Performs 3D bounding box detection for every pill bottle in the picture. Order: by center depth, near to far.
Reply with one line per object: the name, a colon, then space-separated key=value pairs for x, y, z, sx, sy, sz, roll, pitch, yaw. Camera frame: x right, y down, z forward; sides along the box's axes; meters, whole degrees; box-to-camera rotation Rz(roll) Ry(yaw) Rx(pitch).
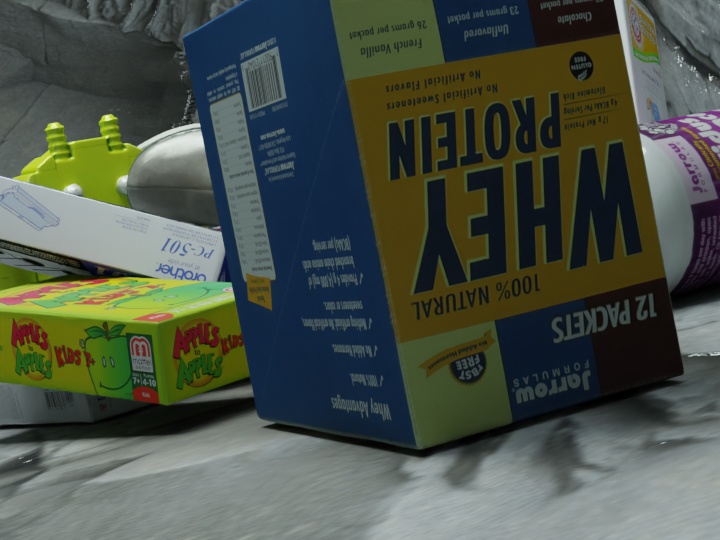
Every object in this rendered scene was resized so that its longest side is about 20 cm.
pill bottle: x=0.195 y=-0.040 z=0.975 sx=0.199 sy=0.113 sz=0.112 roll=-14 pitch=4 yaw=-35

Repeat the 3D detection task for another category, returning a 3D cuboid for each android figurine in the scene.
android figurine: x=-0.193 y=-0.014 z=1.139 sx=0.181 sy=0.201 sz=0.041 roll=-11 pitch=6 yaw=-37

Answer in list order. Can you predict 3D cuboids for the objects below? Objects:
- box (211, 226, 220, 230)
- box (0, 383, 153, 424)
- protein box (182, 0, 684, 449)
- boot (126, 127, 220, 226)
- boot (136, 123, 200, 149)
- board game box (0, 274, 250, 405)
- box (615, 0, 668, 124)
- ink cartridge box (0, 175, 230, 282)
box: x=-0.104 y=0.008 z=1.347 sx=0.199 sy=0.100 sz=0.095 roll=-12 pitch=3 yaw=-25
box: x=-0.145 y=0.065 z=1.048 sx=0.199 sy=0.037 sz=0.144 roll=-14 pitch=4 yaw=-44
protein box: x=0.024 y=-0.036 z=0.714 sx=0.134 sy=0.201 sz=0.198 roll=-13 pitch=3 yaw=-23
boot: x=-0.064 y=-0.055 z=0.973 sx=0.199 sy=0.068 sz=0.131 roll=0 pitch=9 yaw=5
boot: x=-0.203 y=-0.055 z=1.294 sx=0.200 sy=0.073 sz=0.144 roll=-38 pitch=13 yaw=-12
board game box: x=-0.149 y=0.037 z=0.914 sx=0.199 sy=0.048 sz=0.101 roll=3 pitch=13 yaw=41
box: x=0.168 y=-0.096 z=1.134 sx=0.112 sy=0.201 sz=0.101 roll=-10 pitch=-10 yaw=24
ink cartridge box: x=-0.181 y=-0.017 z=1.022 sx=0.199 sy=0.044 sz=0.094 roll=14 pitch=-12 yaw=7
